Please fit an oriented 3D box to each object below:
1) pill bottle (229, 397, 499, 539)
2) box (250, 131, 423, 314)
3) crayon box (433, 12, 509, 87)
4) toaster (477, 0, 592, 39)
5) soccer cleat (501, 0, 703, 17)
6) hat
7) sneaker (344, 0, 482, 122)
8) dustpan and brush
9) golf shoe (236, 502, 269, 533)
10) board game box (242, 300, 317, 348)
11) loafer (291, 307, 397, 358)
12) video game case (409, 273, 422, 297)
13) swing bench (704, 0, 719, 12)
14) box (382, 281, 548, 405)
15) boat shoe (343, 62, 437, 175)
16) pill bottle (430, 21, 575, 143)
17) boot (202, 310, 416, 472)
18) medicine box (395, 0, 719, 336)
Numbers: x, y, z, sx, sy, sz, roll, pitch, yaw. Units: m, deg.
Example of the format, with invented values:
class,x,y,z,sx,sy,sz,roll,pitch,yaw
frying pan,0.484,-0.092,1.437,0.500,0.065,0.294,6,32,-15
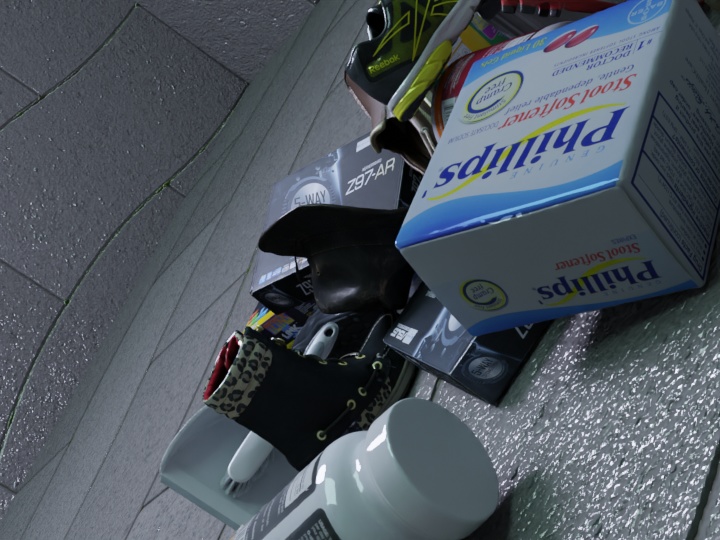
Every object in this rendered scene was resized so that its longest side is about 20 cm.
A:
class,x,y,z,sx,sy,sz,roll,pitch,yaw
pill bottle,-0.005,0.181,0.894,0.200,0.116,0.117,-46,17,31
box,-0.018,-0.058,1.368,0.199,0.044,0.161,-24,40,34
crayon box,0.133,-0.242,1.363,0.058,0.119,0.200,-33,20,55
toaster,0.185,-0.261,1.251,0.114,0.129,0.200,-51,14,18
soccer cleat,0.196,-0.242,1.057,0.069,0.199,0.086,-152,64,-63
hat,0.000,0.000,1.176,0.200,0.200,0.081,153,119,-62
sneaker,0.054,-0.229,1.173,0.201,0.084,0.074,-63,6,-28
dustpan and brush,-0.077,0.135,1.204,0.200,0.139,0.057,-56,-10,-22
golf shoe,-0.099,0.283,1.071,0.200,0.078,0.097,-57,20,-2
board game box,-0.056,0.007,1.592,0.200,0.057,0.166,-37,24,52
loafer,-0.017,0.052,1.331,0.200,0.068,0.071,-38,29,60
video game case,0.099,-0.054,1.285,0.183,0.022,0.200,-58,14,-11
swing bench,0.247,-0.317,1.030,0.130,0.199,0.200,-44,17,37
box,0.102,0.016,1.065,0.161,0.043,0.200,-55,14,-4
boat shoe,0.038,-0.147,1.275,0.075,0.202,0.075,-28,-43,-26
pill bottle,0.153,-0.142,1.097,0.113,0.113,0.200,-59,23,-17
boot,-0.038,0.083,1.151,0.073,0.153,0.204,-39,20,47
medicine box,0.147,-0.073,0.897,0.182,0.103,0.200,-16,37,40
